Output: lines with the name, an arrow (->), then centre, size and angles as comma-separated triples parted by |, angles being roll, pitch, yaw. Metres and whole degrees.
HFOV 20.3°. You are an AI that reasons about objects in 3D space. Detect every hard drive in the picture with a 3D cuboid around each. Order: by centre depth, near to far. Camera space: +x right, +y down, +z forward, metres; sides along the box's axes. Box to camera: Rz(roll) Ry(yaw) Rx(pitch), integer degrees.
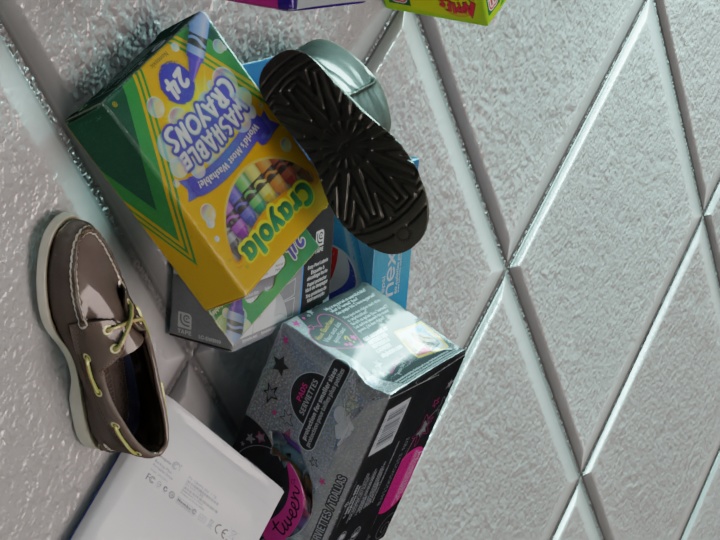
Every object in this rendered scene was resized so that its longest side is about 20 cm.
hard drive -> -0.153, 0.214, 1.515 | 0.132, 0.025, 0.201 | 41, 61, -23

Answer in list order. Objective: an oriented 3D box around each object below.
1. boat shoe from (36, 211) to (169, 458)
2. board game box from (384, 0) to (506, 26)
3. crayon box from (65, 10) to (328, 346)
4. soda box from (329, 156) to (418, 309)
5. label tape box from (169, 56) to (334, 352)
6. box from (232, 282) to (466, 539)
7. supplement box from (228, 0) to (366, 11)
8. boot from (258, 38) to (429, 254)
boat shoe -> -0.179, 0.049, 1.425 | 0.072, 0.059, 0.201 | -45, 139, -43
board game box -> 0.107, -0.297, 1.750 | 0.200, 0.101, 0.048 | -54, 146, -35
crayon box -> -0.101, -0.065, 1.427 | 0.201, 0.051, 0.126 | 54, 48, -16
soda box -> 0.000, 0.000, 1.722 | 0.068, 0.064, 0.202 | -21, 120, -56
label tape box -> -0.079, -0.054, 1.557 | 0.144, 0.063, 0.202 | -24, 123, -57
box -> -0.023, 0.132, 1.629 | 0.132, 0.114, 0.201 | -25, 142, -55
supplement box -> -0.098, -0.234, 1.305 | 0.103, 0.199, 0.102 | -19, 119, -58
boot -> -0.004, -0.098, 1.507 | 0.183, 0.072, 0.200 | 58, 4, 1
